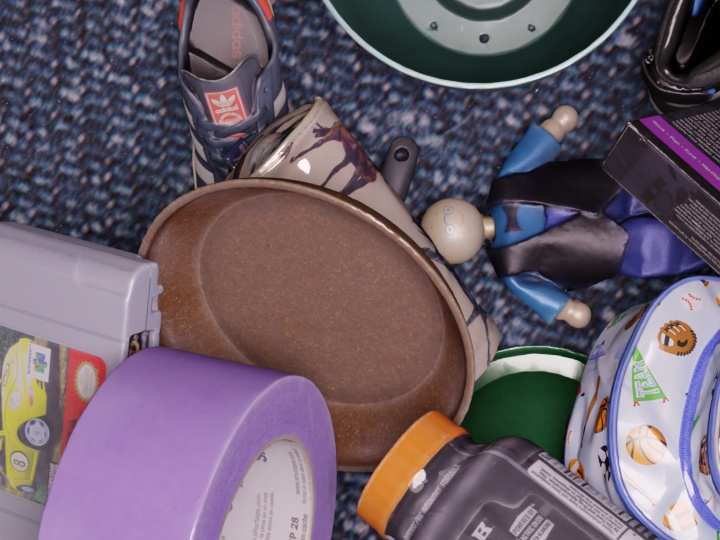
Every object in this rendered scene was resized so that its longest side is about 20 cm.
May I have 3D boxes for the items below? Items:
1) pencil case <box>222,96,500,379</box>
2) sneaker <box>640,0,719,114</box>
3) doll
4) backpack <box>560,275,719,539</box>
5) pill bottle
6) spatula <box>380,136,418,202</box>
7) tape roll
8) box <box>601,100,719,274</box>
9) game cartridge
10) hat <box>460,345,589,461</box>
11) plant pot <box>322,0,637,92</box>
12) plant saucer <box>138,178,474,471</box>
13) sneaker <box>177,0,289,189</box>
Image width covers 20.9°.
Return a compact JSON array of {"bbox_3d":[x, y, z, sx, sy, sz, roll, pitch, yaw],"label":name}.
[{"bbox_3d":[0.000,0.000,1.133,0.089,0.078,0.200,-36,107,8],"label":"pencil case"},{"bbox_3d":[0.240,-0.174,1.130,0.073,0.112,0.200,36,91,13],"label":"sneaker"},{"bbox_3d":[0.134,-0.035,1.169,0.199,0.048,0.137,-8,78,2],"label":"doll"},{"bbox_3d":[0.213,0.096,1.069,0.190,0.154,0.201,17,67,-5],"label":"backpack"},{"bbox_3d":[0.094,0.158,1.011,0.200,0.106,0.106,37,91,16],"label":"pill bottle"},{"bbox_3d":[0.000,0.015,1.191,0.056,0.021,0.201,17,89,9],"label":"spatula"},{"bbox_3d":[-0.089,0.146,1.038,0.085,0.200,0.201,10,88,20],"label":"tape roll"},{"bbox_3d":[0.236,-0.036,1.065,0.143,0.200,0.036,44,124,21],"label":"box"},{"bbox_3d":[-0.178,0.079,1.098,0.133,0.041,0.201,15,105,33],"label":"game cartridge"},{"bbox_3d":[0.108,0.141,1.098,0.165,0.176,0.200,-39,86,4],"label":"hat"},{"bbox_3d":[0.070,-0.193,1.124,0.199,0.161,0.202,0,87,4],"label":"plant pot"},{"bbox_3d":[-0.027,0.024,1.075,0.199,0.037,0.201,15,132,17],"label":"plant saucer"},{"bbox_3d":[-0.074,-0.086,1.170,0.075,0.085,0.201,-13,87,4],"label":"sneaker"}]
